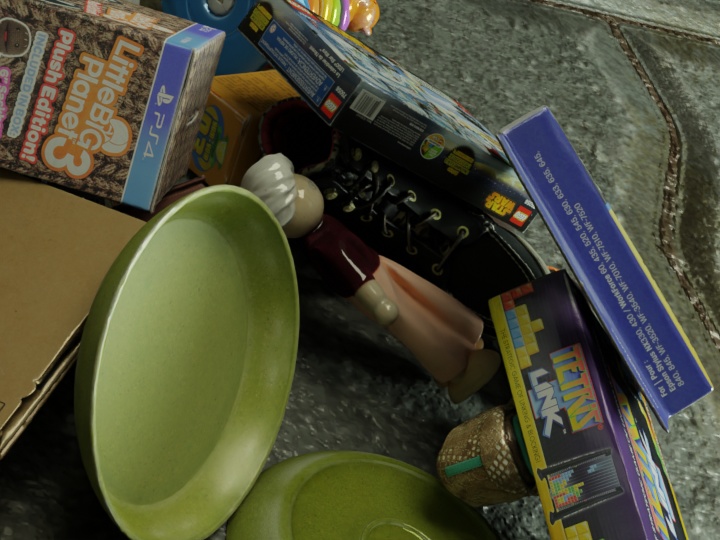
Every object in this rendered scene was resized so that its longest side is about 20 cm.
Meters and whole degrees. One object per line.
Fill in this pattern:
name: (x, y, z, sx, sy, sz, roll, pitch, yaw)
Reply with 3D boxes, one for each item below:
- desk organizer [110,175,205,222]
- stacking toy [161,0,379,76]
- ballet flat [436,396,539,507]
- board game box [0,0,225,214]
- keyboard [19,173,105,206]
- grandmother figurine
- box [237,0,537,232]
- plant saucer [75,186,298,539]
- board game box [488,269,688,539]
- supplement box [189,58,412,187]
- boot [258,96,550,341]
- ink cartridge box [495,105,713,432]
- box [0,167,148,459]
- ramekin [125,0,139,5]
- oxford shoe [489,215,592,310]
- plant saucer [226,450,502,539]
desk organizer: (-0.148, 0.015, 1.190, 0.077, 0.072, 0.200, 46, 37, 16)
stacking toy: (-0.049, -0.204, 1.527, 0.200, 0.110, 0.117, -7, 63, -56)
ballet flat: (0.089, 0.113, 1.234, 0.200, 0.065, 0.071, 22, 50, -72)
board game box: (-0.194, -0.119, 1.175, 0.199, 0.097, 0.159, 17, 11, -2)
keyboard: (-0.249, -0.062, 1.234, 0.199, 0.040, 0.105, 12, 43, -27)
grandmother figurine: (0.000, 0.000, 1.276, 0.200, 0.061, 0.121, 42, -8, -19)
box: (0.024, -0.106, 1.326, 0.199, 0.040, 0.137, 26, 16, -42)
plant saucer: (-0.098, 0.051, 1.088, 0.031, 0.201, 0.200, 11, 25, 27)
board game box: (0.147, 0.125, 1.182, 0.165, 0.056, 0.201, 52, 21, -54)
supplement box: (-0.036, -0.105, 1.420, 0.069, 0.067, 0.199, 38, 32, 31)
boot: (0.028, -0.034, 1.327, 0.204, 0.074, 0.153, 44, 10, 37)
ink cartridge box: (0.148, -0.008, 1.212, 0.198, 0.047, 0.200, 60, 4, -1)
box: (-0.234, 0.003, 1.079, 0.199, 0.021, 0.164, 20, 53, 19)
ramekin: (-0.242, -0.180, 1.340, 0.201, 0.094, 0.203, 20, 36, -15)
oxford shoe: (0.124, 0.017, 1.390, 0.071, 0.073, 0.201, 3, 43, -33)
plant saucer: (0.019, 0.174, 1.152, 0.199, 0.031, 0.201, 20, 36, -16)
